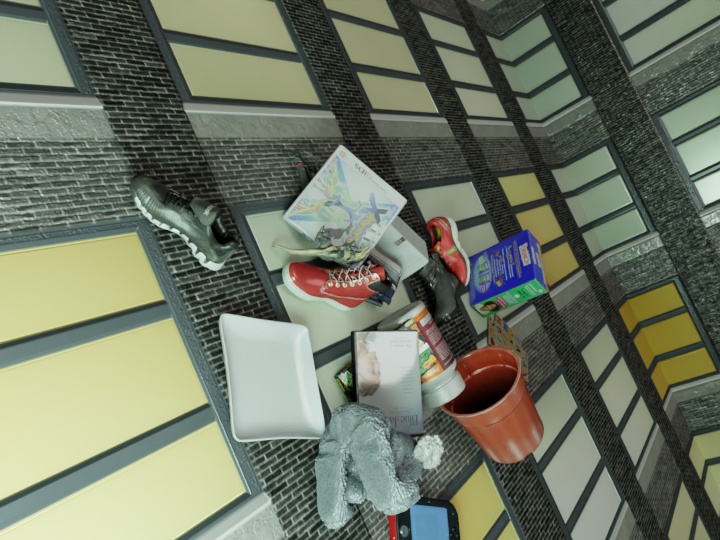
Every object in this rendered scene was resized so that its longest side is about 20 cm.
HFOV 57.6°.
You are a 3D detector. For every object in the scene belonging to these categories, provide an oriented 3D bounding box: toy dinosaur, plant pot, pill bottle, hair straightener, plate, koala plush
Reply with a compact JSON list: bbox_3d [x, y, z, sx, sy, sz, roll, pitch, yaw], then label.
[{"bbox_3d":[-0.058,-0.042,1.224,0.198,0.088,0.048,7,67,-24],"label":"toy dinosaur"},{"bbox_3d":[0.301,0.310,1.456,0.196,0.200,0.201,56,33,-25],"label":"plant pot"},{"bbox_3d":[0.129,0.176,1.367,0.201,0.114,0.114,59,33,-4],"label":"pill bottle"},{"bbox_3d":[-0.098,-0.169,1.378,0.077,0.041,0.201,1,62,-54],"label":"hair straightener"},{"bbox_3d":[-0.147,0.178,1.064,0.199,0.032,0.201,15,57,-49],"label":"plate"},{"bbox_3d":[0.040,0.315,1.092,0.199,0.177,0.185,18,54,-50],"label":"koala plush"}]

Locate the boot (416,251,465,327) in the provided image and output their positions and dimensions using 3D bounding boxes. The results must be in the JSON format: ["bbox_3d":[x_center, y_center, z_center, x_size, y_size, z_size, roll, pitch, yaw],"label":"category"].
[{"bbox_3d":[0.180,0.044,1.588,0.132,0.070,0.200,48,28,-10],"label":"boot"}]

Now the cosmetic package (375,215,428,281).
[{"bbox_3d":[0.051,-0.071,1.440,0.200,0.101,0.074,38,29,-31],"label":"cosmetic package"}]

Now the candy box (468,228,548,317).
[{"bbox_3d":[0.392,0.009,1.763,0.077,0.199,0.170,35,43,-35],"label":"candy box"}]

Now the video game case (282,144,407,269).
[{"bbox_3d":[-0.028,-0.124,1.318,0.182,0.022,0.201,39,71,-7],"label":"video game case"}]

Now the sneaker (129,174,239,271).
[{"bbox_3d":[-0.268,-0.088,1.033,0.200,0.090,0.067,45,36,-24],"label":"sneaker"}]

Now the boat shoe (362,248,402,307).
[{"bbox_3d":[0.000,0.000,1.359,0.199,0.074,0.093,29,61,-25],"label":"boat shoe"}]

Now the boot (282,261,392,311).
[{"bbox_3d":[-0.037,0.010,1.232,0.199,0.144,0.073,21,52,-43],"label":"boot"}]

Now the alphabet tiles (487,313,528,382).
[{"bbox_3d":[0.411,0.218,1.818,0.200,0.006,0.167,43,38,-27],"label":"alphabet tiles"}]

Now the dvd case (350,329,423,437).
[{"bbox_3d":[0.050,0.213,1.226,0.142,0.018,0.202,2,80,-27],"label":"dvd case"}]

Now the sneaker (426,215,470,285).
[{"bbox_3d":[0.219,-0.044,1.704,0.084,0.077,0.201,-8,72,-34],"label":"sneaker"}]

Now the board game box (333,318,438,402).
[{"bbox_3d":[0.052,0.189,1.254,0.199,0.023,0.105,-35,98,-27],"label":"board game box"}]

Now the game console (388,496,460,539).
[{"bbox_3d":[0.125,0.511,1.202,0.199,0.031,0.178,25,48,-42],"label":"game console"}]
